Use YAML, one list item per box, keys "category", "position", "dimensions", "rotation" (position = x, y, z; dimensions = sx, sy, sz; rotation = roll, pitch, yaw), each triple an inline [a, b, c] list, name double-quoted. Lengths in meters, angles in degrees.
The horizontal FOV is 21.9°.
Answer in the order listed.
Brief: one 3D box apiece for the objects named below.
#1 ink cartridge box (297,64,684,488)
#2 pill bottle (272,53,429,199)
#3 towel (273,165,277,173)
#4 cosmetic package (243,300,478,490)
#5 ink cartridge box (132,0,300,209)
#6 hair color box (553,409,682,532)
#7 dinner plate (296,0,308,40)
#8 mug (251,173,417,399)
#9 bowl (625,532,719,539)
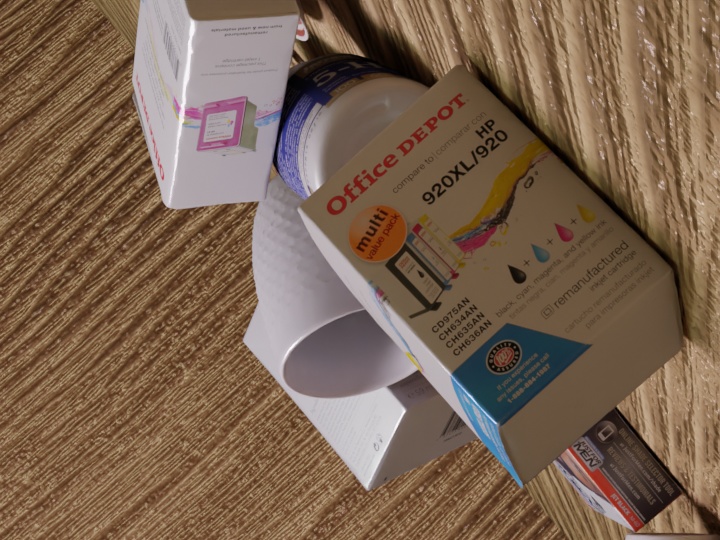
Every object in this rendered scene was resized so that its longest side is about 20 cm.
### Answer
- category: "ink cartridge box"
  position: [0.085, 0.003, 1.197]
  dimensions: [0.200, 0.147, 0.145]
  rotation: [47, 175, 24]
- category: "pill bottle"
  position: [-0.007, -0.102, 1.418]
  dimensions: [0.120, 0.120, 0.200]
  rotation: [51, 175, -23]
- category: "towel"
  position: [-0.035, -0.116, 1.789]
  dimensions: [0.144, 0.023, 0.200]
  rotation: [31, 155, 26]
- category: "cosmetic package"
  position: [0.035, 0.067, 1.757]
  dimensions: [0.200, 0.199, 0.123]
  rotation: [46, 136, 25]
- category: "ink cartridge box"
  position: [-0.113, -0.165, 1.399]
  dimensions: [0.200, 0.084, 0.145]
  rotation: [106, 152, -48]
- category: "hair color box"
  position: [0.232, 0.183, 1.810]
  dimensions: [0.111, 0.064, 0.200]
  rotation: [50, 174, -2]
- category: "dinner plate"
  position: [-0.103, -0.274, 1.550]
  dimensions: [0.200, 0.024, 0.200]
  rotation: [50, 177, 4]
- category: "mug"
  position: [0.000, 0.000, 1.621]
  dimensions: [0.199, 0.148, 0.176]
  rotation: [6, -129, -35]
- category: "bowl"
  position: [0.287, 0.288, 1.706]
  dimensions: [0.201, 0.200, 0.095]
  rotation: [98, 173, -84]
